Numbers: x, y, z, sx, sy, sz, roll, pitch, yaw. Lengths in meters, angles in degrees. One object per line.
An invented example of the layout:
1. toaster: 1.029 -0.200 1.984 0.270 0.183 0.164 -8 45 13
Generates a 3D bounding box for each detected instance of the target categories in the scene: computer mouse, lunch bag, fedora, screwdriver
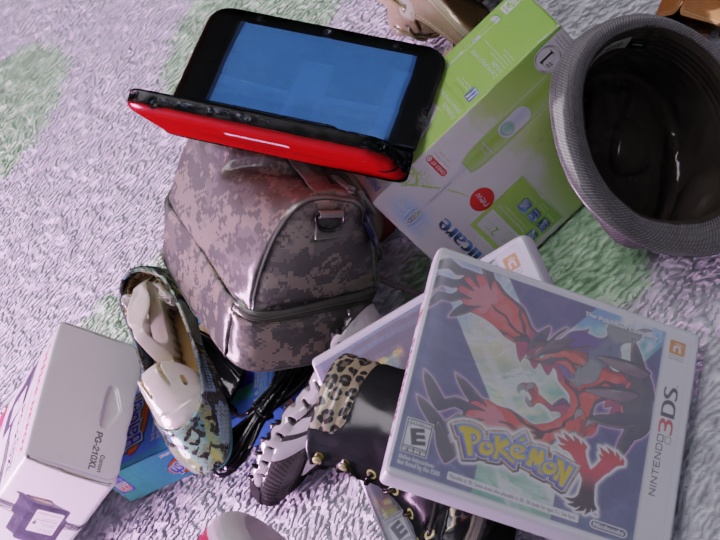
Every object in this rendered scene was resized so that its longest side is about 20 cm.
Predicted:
1. computer mouse: -0.120 0.073 1.556 0.141 0.046 0.200 -49 36 1
2. lunch bag: -0.069 -0.038 1.485 0.139 0.169 0.200 -10 39 -24
3. fedora: 0.211 -0.088 1.367 0.090 0.176 0.201 129 130 -63
4. screwdriver: 0.000 0.000 1.585 0.028 0.029 0.200 -55 30 -10

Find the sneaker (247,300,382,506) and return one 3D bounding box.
1. sneaker: -0.017 0.125 1.452 0.201 0.090 0.066 -57 -11 24

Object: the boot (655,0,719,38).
1. boot: 0.280 -0.269 1.514 0.156 0.073 0.200 -66 21 0

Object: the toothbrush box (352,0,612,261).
1. toothbrush box: 0.110 -0.099 1.465 0.200 0.146 0.086 -42 35 8

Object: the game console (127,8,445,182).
1. game console: -0.052 -0.145 1.382 0.199 0.172 0.120 12 87 11

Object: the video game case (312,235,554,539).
1. video game case: 0.077 0.101 1.339 0.199 0.023 0.183 -31 70 23

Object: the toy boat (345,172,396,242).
1. toy boat: -0.012 -0.108 1.651 0.130 0.131 0.200 -28 28 -26

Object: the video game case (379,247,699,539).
1. video game case: 0.126 0.092 1.244 0.023 0.199 0.183 116 171 -57

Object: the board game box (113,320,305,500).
1. board game box: -0.136 0.101 1.626 0.199 0.045 0.153 -25 42 28

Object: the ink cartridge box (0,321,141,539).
1. ink cartridge box: -0.272 0.161 1.616 0.200 0.084 0.145 -50 25 47

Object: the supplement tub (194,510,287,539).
1. supplement tub: -0.115 0.289 1.341 0.200 0.140 0.140 -46 35 4

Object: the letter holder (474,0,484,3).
1. letter holder: 0.120 -0.370 1.738 0.142 0.101 0.200 -36 31 14

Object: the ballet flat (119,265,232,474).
1. ballet flat: -0.161 0.078 1.512 0.074 0.074 0.201 -36 51 17

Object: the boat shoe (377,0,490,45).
1. boat shoe: 0.060 -0.247 1.731 0.200 0.072 0.065 49 117 46

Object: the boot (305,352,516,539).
1. boot: 0.032 0.162 1.300 0.153 0.073 0.205 11 82 27

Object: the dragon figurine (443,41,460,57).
1. dragon figurine: 0.110 -0.132 1.553 0.059 0.099 0.201 -17 50 55
